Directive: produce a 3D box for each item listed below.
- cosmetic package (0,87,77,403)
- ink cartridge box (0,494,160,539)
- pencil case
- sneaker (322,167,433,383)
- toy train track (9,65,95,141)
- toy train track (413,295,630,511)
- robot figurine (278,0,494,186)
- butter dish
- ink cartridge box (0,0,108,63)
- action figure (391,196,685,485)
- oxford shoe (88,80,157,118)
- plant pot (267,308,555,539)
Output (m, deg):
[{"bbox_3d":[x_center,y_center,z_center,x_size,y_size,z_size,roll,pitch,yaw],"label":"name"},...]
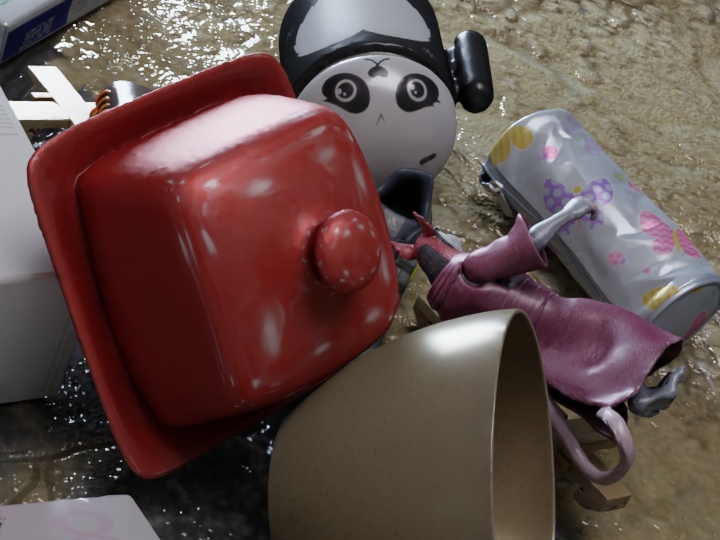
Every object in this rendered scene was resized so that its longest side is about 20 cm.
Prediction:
[{"bbox_3d":[-0.237,-0.028,1.051,0.084,0.108,0.200,-6,49,-36],"label":"cosmetic package"},{"bbox_3d":[-0.154,0.179,0.855,0.162,0.057,0.200,0,19,-29],"label":"ink cartridge box"},{"bbox_3d":[0.172,-0.028,1.288,0.090,0.083,0.200,-13,52,-40],"label":"pencil case"},{"bbox_3d":[0.000,0.000,1.165,0.074,0.081,0.200,23,38,-1],"label":"sneaker"},{"bbox_3d":[-0.162,-0.096,1.235,0.199,0.033,0.115,-4,39,-39],"label":"toy train track"},{"bbox_3d":[0.096,0.089,1.149,0.114,0.033,0.200,-3,40,-41],"label":"toy train track"},{"bbox_3d":[0.004,-0.139,1.290,0.125,0.150,0.201,37,29,-33],"label":"robot figurine"},{"bbox_3d":[-0.050,-0.008,0.978,0.147,0.201,0.199,-2,20,46],"label":"butter dish"},{"bbox_3d":[-0.283,-0.250,1.334,0.199,0.041,0.200,34,39,12],"label":"ink cartridge box"},{"bbox_3d":[0.099,0.038,1.110,0.199,0.134,0.149,30,56,8],"label":"action figure"},{"bbox_3d":[-0.148,-0.075,1.107,0.072,0.071,0.200,41,15,5],"label":"oxford shoe"},{"bbox_3d":[0.026,0.123,0.975,0.134,0.201,0.201,-2,36,14],"label":"plant pot"}]
